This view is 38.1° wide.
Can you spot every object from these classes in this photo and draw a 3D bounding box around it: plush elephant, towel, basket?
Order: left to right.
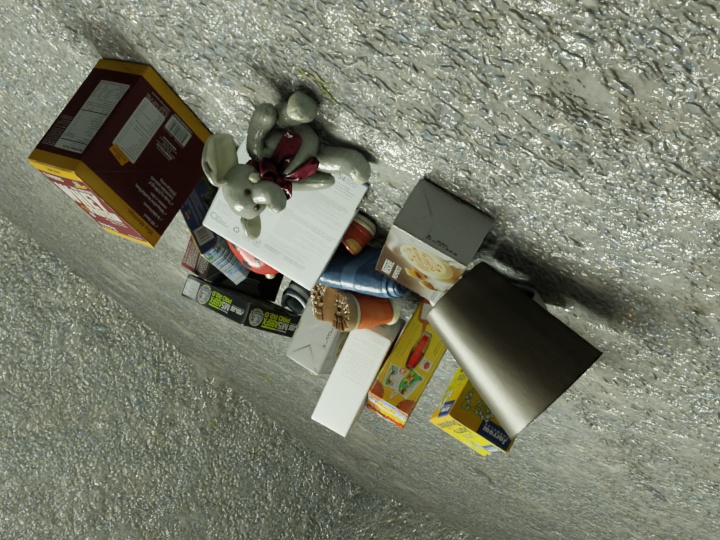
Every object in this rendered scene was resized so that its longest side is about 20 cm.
[{"bbox_3d":[-0.120,-0.131,1.385,0.199,0.156,0.165,9,152,41],"label":"plush elephant"},{"bbox_3d":[0.000,0.000,1.623,0.199,0.111,0.049,12,117,32],"label":"towel"},{"bbox_3d":[0.194,0.098,1.411,0.200,0.136,0.181,46,123,10],"label":"basket"}]

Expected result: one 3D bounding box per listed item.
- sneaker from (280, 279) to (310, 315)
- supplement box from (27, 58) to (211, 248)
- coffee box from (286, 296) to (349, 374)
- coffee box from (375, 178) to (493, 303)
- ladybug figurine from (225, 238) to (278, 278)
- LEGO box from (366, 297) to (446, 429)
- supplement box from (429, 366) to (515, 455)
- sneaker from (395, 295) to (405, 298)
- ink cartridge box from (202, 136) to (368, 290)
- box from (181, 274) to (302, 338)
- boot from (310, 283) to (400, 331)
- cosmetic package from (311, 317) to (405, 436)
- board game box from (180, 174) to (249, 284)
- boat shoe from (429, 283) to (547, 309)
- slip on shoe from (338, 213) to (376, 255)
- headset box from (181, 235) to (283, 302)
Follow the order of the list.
[{"bbox_3d":[-0.083,0.053,1.942,0.070,0.109,0.200,23,161,27],"label":"sneaker"},{"bbox_3d":[-0.360,-0.181,1.612,0.132,0.201,0.197,17,158,41],"label":"supplement box"},{"bbox_3d":[-0.034,0.120,1.882,0.079,0.115,0.200,28,-172,28],"label":"coffee box"},{"bbox_3d":[0.096,-0.034,1.431,0.114,0.080,0.200,31,163,3],"label":"coffee box"},{"bbox_3d":[-0.158,-0.076,1.627,0.135,0.072,0.201,-6,114,16],"label":"ladybug figurine"},{"bbox_3d":[0.091,0.152,1.758,0.077,0.201,0.149,29,164,7],"label":"LEGO box"},{"bbox_3d":[0.209,0.169,1.597,0.109,0.201,0.109,32,163,-4],"label":"supplement box"},{"bbox_3d":[0.009,0.030,1.757,0.078,0.086,0.199,41,160,-30],"label":"sneaker"},{"bbox_3d":[-0.108,-0.100,1.536,0.196,0.201,0.043,32,-153,1],"label":"ink cartridge box"},{"bbox_3d":[-0.212,0.069,1.929,0.199,0.045,0.160,21,-179,44],"label":"box"},{"bbox_3d":[-0.014,0.049,1.684,0.106,0.076,0.200,-4,-162,-25],"label":"boot"},{"bbox_3d":[-0.003,0.166,1.755,0.071,0.201,0.101,28,-156,7],"label":"cosmetic package"},{"bbox_3d":[-0.248,-0.085,1.806,0.201,0.061,0.200,62,-174,24],"label":"board game box"},{"bbox_3d":[0.178,0.037,1.519,0.199,0.072,0.069,20,145,41],"label":"boat shoe"},{"bbox_3d":[-0.061,-0.069,1.648,0.199,0.061,0.074,18,160,43],"label":"slip on shoe"},{"bbox_3d":[-0.249,-0.011,2.004,0.148,0.076,0.200,19,-179,-26],"label":"headset box"}]
